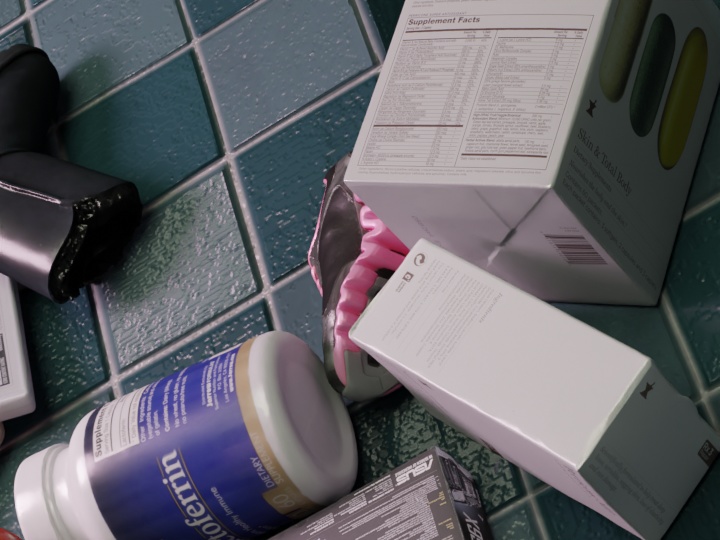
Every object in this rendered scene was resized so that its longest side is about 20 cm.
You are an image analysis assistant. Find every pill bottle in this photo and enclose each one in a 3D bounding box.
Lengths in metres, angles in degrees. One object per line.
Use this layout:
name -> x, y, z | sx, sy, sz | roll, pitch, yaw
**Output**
pill bottle -> -0.112, 0.125, 1.640 | 0.200, 0.116, 0.116 | -24, 51, 20

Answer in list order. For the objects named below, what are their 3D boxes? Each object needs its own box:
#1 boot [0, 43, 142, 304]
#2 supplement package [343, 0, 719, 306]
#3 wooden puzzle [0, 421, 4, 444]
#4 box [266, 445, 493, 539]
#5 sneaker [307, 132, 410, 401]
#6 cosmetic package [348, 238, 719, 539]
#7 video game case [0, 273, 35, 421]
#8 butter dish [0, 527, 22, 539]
boot -> -0.224, -0.069, 1.872 | 0.168, 0.077, 0.200 | 17, 52, 24
supplement package -> 0.114, -0.102, 1.607 | 0.150, 0.152, 0.200 | 2, 63, 35
wooden puzzle -> -0.370, 0.142, 1.818 | 0.200, 0.046, 0.185 | 20, 50, 39
box -> -0.007, 0.219, 1.553 | 0.200, 0.050, 0.158 | -30, 49, 15
sneaker -> 0.000, 0.000, 1.687 | 0.095, 0.079, 0.200 | -27, 45, 46
cosmetic package -> 0.104, 0.070, 1.533 | 0.200, 0.113, 0.081 | 30, 81, 44
video game case -> -0.328, 0.051, 1.844 | 0.181, 0.023, 0.200 | -16, 44, 0
butter dish -> -0.233, 0.229, 1.558 | 0.199, 0.200, 0.148 | 47, 137, 21
